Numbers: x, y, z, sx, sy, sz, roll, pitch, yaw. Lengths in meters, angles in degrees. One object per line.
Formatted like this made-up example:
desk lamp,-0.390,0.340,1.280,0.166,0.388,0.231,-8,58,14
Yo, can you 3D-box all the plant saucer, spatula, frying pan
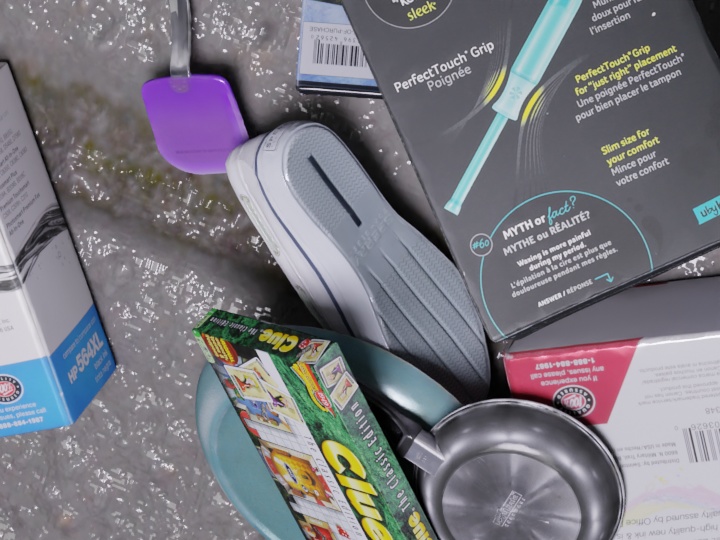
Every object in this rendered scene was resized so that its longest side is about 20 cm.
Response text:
plant saucer,-0.009,0.115,1.491,0.200,0.027,0.200,17,137,17
spatula,-0.101,-0.145,1.444,0.056,0.021,0.200,-3,108,21
frying pan,0.058,0.093,1.402,0.115,0.031,0.190,-34,106,28

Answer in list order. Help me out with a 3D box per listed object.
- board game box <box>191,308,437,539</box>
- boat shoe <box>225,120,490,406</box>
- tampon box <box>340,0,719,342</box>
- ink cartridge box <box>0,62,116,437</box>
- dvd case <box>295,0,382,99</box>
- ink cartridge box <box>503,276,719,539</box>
board game box,-0.013,0.110,1.432,0.105,0.023,0.200,10,136,46
boat shoe,0.000,0.000,1.462,0.067,0.074,0.200,-4,123,52
tampon box,0.092,-0.085,1.254,0.150,0.126,0.200,-24,86,5
ink cartridge box,-0.245,-0.005,1.516,0.146,0.084,0.200,-9,109,21
dvd case,0.046,-0.183,1.333,0.143,0.018,0.200,5,90,5
ink cartridge box,0.174,0.111,1.441,0.148,0.086,0.200,-7,113,19
